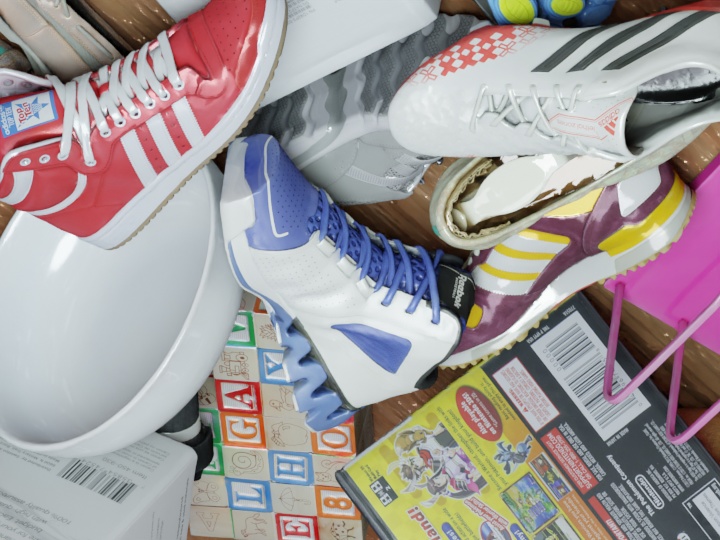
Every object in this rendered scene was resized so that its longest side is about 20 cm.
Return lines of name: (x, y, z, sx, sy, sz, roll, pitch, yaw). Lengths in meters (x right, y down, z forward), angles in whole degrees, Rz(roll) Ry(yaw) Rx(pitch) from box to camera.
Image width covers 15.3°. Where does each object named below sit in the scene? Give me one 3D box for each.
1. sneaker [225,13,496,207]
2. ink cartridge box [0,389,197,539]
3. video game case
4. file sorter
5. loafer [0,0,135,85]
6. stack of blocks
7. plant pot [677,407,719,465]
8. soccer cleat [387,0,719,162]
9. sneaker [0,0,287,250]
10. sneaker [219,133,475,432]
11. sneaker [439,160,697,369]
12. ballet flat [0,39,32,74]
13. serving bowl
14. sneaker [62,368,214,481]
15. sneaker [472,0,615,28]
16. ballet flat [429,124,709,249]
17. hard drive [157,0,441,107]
sneaker: (0.022, -0.082, 1.492, 0.199, 0.075, 0.082, -16, 136, 37)
ink cartridge box: (-0.205, 0.157, 1.523, 0.146, 0.200, 0.083, 21, 125, 18)
video game case: (0.115, 0.142, 1.535, 0.200, 0.180, 0.026, 52, 174, 13)
file sorter: (0.252, 0.049, 1.514, 0.199, 0.126, 0.139, 29, 132, -15)
loafer: (-0.168, -0.150, 1.472, 0.063, 0.072, 0.200, -23, 132, 9)
stack of blocks: (-0.054, 0.080, 1.653, 0.114, 0.059, 0.201, 4, 133, 8)
plant pot: (0.159, 0.162, 1.618, 0.199, 0.187, 0.187, -20, 126, 11)
soccer cleat: (0.109, -0.087, 1.359, 0.199, 0.085, 0.069, -10, 128, 10)
sneaker: (-0.131, -0.095, 1.438, 0.112, 0.072, 0.200, 19, 127, -35)
sneaker: (0.000, 0.001, 1.491, 0.114, 0.081, 0.200, -12, 131, 14)
sneaker: (0.092, -0.022, 1.529, 0.199, 0.075, 0.090, -33, 110, 27)
ballet flat: (-0.259, -0.074, 1.564, 0.067, 0.068, 0.200, 43, 123, -1)
serving bowl: (-0.134, 0.019, 1.533, 0.199, 0.201, 0.066, -27, 140, 31)
sneaker: (-0.179, 0.099, 1.642, 0.199, 0.073, 0.113, 4, 116, 37)
sneaker: (0.057, -0.178, 1.391, 0.199, 0.083, 0.071, 25, 112, -31)
ballet flat: (0.124, -0.070, 1.430, 0.200, 0.062, 0.068, -36, 91, 10)
hard drive: (-0.066, -0.185, 1.437, 0.131, 0.026, 0.200, -23, 123, 29)
